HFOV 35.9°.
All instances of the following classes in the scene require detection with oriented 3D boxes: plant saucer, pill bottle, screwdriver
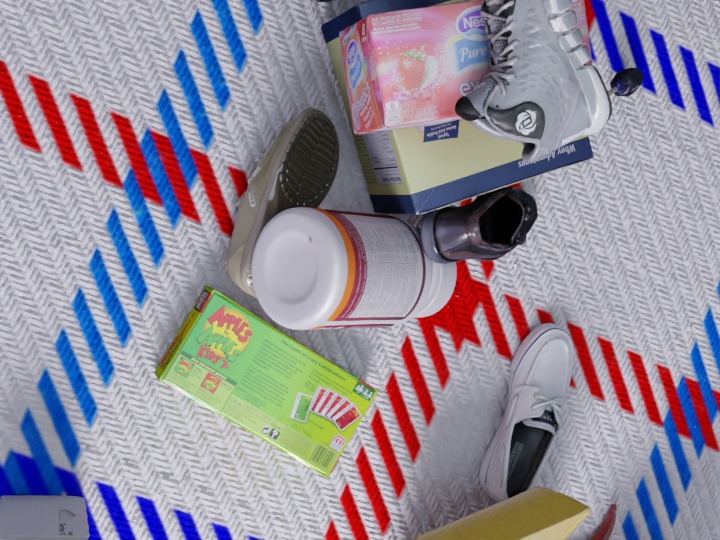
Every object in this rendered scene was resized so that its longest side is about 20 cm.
[{"bbox_3d":[0.117,0.284,1.129,0.198,0.200,0.049,-20,66,-14],"label":"plant saucer"},{"bbox_3d":[0.000,0.000,1.055,0.199,0.109,0.111,2,94,-52],"label":"pill bottle"},{"bbox_3d":[0.260,-0.184,1.136,0.029,0.200,0.028,-27,94,28],"label":"screwdriver"}]

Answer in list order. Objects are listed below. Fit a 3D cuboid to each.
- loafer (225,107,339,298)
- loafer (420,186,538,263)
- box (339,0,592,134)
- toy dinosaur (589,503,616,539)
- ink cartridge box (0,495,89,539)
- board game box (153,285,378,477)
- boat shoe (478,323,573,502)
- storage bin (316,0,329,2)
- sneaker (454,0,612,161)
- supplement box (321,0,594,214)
[{"bbox_3d":[-0.084,-0.069,1.085,0.076,0.068,0.201,38,66,-41],"label":"loafer"},{"bbox_3d":[0.136,-0.045,1.105,0.199,0.063,0.073,-17,97,-53],"label":"loafer"},{"bbox_3d":[0.092,-0.182,0.972,0.198,0.103,0.096,-11,97,-14],"label":"box"},{"bbox_3d":[0.197,0.365,1.220,0.180,0.105,0.202,4,60,-8],"label":"toy dinosaur"},{"bbox_3d":[-0.300,0.319,1.008,0.082,0.146,0.202,7,91,-16],"label":"ink cartridge box"},{"bbox_3d":[-0.093,0.111,1.106,0.199,0.048,0.102,33,84,-17],"label":"board game box"},{"bbox_3d":[0.189,0.157,1.187,0.073,0.065,0.202,16,90,-17],"label":"boat shoe"},{"bbox_3d":[0.051,-0.332,1.070,0.198,0.135,0.095,-15,99,-15],"label":"storage bin"},{"bbox_3d":[0.115,-0.178,0.890,0.115,0.075,0.201,-32,102,-10],"label":"sneaker"},{"bbox_3d":[0.094,-0.178,1.096,0.198,0.134,0.202,-18,99,-14],"label":"supplement box"}]
